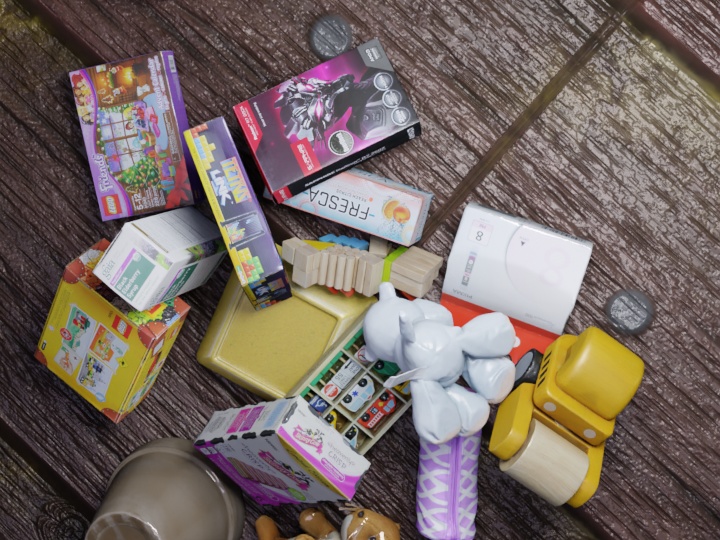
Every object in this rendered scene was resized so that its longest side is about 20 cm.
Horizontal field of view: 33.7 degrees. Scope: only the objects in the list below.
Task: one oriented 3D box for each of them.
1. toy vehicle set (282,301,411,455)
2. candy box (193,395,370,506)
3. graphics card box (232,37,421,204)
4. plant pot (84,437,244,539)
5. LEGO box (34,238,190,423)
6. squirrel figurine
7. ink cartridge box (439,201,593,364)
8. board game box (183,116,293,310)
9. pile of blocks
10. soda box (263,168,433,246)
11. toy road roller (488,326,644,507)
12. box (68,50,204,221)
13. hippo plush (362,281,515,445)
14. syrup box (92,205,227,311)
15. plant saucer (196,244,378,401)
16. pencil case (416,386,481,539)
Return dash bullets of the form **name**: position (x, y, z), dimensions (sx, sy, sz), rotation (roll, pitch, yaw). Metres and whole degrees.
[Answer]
- **toy vehicle set**: position (-0.005, 0.152, 1.510), dimensions (0.124, 0.027, 0.200), rotation (39, 102, -14)
- **candy box**: position (-0.102, 0.231, 1.491), dimensions (0.136, 0.061, 0.200), rotation (46, 145, -20)
- **graphics card box**: position (-0.040, -0.180, 1.431), dimensions (0.199, 0.051, 0.126), rotation (-25, 74, -1)
- **plant pot**: position (-0.274, 0.341, 1.574), dimensions (0.199, 0.174, 0.201), rotation (2, 100, 14)
- **LEGO box**: position (-0.326, 0.081, 1.549), dimensions (0.149, 0.077, 0.200), rotation (38, 133, 5)
- **squirrel figurine**: position (-0.023, 0.397, 1.554), dimensions (0.186, 0.142, 0.201), rotation (-24, 108, 8)
- **ink cartridge box**: position (0.178, 0.035, 1.459), dimensions (0.162, 0.057, 0.201), rotation (19, 100, 11)
- **board game box**: position (-0.145, -0.065, 1.441), dimensions (0.057, 0.165, 0.201), rotation (-21, 79, -4)
- **pile of blocks**: position (0.000, 0.000, 1.486), dimensions (0.199, 0.082, 0.062), rotation (10, 120, 2)
- **soda box**: position (-0.016, -0.093, 1.476), dimensions (0.199, 0.068, 0.064), rotation (20, 104, 12)
- **toy road roller**: position (0.246, 0.156, 1.372), dimensions (0.123, 0.200, 0.146), rotation (34, 132, -8)
- **box**: position (-0.291, -0.174, 1.552), dimensions (0.136, 0.039, 0.201), rotation (-10, 98, 17)
- **hippo plush**: position (0.067, 0.106, 1.397), dimensions (0.161, 0.199, 0.160), rotation (23, 106, 52)
- **syrup box**: position (-0.241, -0.018, 1.482), dimensions (0.081, 0.200, 0.079), rotation (38, 107, 6)
- **plant saucer**: position (-0.104, 0.084, 1.544), dimensions (0.199, 0.048, 0.201), rotation (27, 107, 9)
- **pencil case**: position (0.114, 0.242, 1.494), dimensions (0.084, 0.085, 0.201), rotation (-3, 104, -17)
